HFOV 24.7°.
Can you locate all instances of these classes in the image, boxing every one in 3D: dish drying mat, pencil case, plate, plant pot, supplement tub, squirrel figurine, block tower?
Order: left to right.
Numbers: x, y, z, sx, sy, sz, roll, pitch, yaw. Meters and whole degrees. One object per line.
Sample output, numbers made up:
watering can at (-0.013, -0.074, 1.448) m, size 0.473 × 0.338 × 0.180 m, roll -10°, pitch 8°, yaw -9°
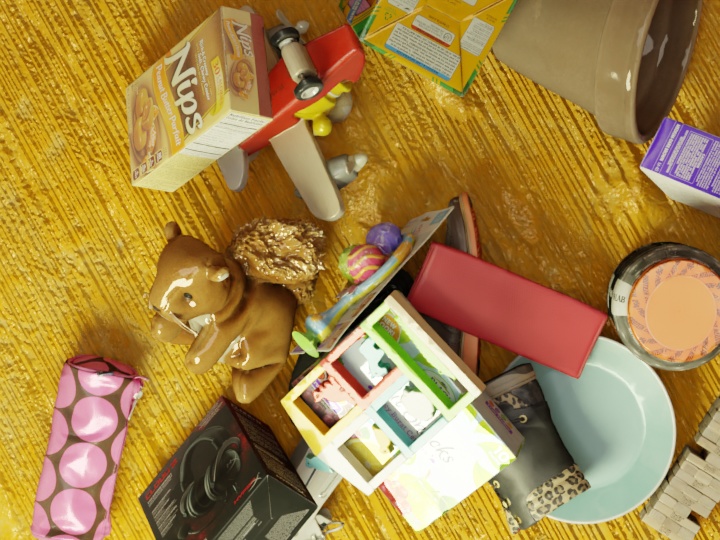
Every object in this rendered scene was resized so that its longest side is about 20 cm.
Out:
pencil case at (-0.291, 0.194, 1.759) m, size 0.093 × 0.091 × 0.201 m, roll 13°, pitch 96°, yaw -1°
squirrel figurine at (-0.131, 0.007, 1.672) m, size 0.200 × 0.187 × 0.142 m, roll -41°, pitch 55°, yaw -6°
dish drying mat at (0.149, 0.040, 1.679) m, size 0.199 × 0.018 × 0.077 m, roll 23°, pitch 99°, yaw -9°
plate at (0.231, 0.165, 1.722) m, size 0.199 × 0.026 × 0.202 m, roll 1°, pitch 95°, yaw 15°
plant pot at (0.232, -0.245, 1.651) m, size 0.174 × 0.200 × 0.201 m, roll 18°, pitch 94°, yaw 24°
supplement tub at (0.308, 0.034, 1.630) m, size 0.122 × 0.200 × 0.123 m, roll 0°, pitch 92°, yaw 7°
block tower at (0.368, 0.189, 1.704) m, size 0.058 × 0.054 × 0.201 m, roll 31°, pitch 96°, yaw 3°

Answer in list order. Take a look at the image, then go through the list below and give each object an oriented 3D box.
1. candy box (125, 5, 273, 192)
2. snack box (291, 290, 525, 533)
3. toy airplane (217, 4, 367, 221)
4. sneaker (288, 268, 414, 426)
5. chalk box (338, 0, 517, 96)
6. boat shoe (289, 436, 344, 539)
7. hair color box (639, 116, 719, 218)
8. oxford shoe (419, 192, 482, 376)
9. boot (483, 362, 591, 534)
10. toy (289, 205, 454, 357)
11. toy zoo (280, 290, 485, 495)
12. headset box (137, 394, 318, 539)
candy box at (-0.167, -0.171, 1.671) m, size 0.055 × 0.200 × 0.116 m, roll 7°, pitch 67°, yaw -35°
snack box at (0.048, 0.142, 1.650) m, size 0.142 × 0.053 × 0.200 m, roll -41°, pitch 90°, yaw 23°
toy airplane at (-0.071, -0.166, 1.708) m, size 0.198 × 0.141 × 0.201 m, roll 18°, pitch 106°, yaw 43°
sneaker at (-0.017, 0.081, 1.722) m, size 0.076 × 0.091 × 0.201 m, roll 32°, pitch 96°, yaw 2°
chalk box at (0.063, -0.277, 1.644) m, size 0.124 × 0.200 × 0.124 m, roll 26°, pitch 105°, yaw -16°
boat shoe at (-0.058, 0.263, 1.744) m, size 0.086 × 0.075 × 0.203 m, roll 26°, pitch 103°, yaw -12°
hair color box at (0.388, -0.077, 1.622) m, size 0.199 × 0.109 × 0.065 m, roll 28°, pitch 90°, yaw 32°
oxford shoe at (0.090, 0.018, 1.718) m, size 0.072 × 0.071 × 0.201 m, roll 2°, pitch 93°, yaw 8°
boot at (0.128, 0.204, 1.705) m, size 0.199 × 0.073 × 0.151 m, roll -33°, pitch 83°, yaw 15°
toy at (0.000, 0.000, 1.665) m, size 0.047 × 0.115 × 0.200 m, roll 43°, pitch 71°, yaw -13°
toy zoo at (0.011, 0.132, 1.619) m, size 0.131 × 0.020 × 0.200 m, roll 47°, pitch 114°, yaw 2°
headset box at (-0.143, 0.235, 1.700) m, size 0.077 × 0.200 × 0.149 m, roll 37°, pitch 97°, yaw -30°
